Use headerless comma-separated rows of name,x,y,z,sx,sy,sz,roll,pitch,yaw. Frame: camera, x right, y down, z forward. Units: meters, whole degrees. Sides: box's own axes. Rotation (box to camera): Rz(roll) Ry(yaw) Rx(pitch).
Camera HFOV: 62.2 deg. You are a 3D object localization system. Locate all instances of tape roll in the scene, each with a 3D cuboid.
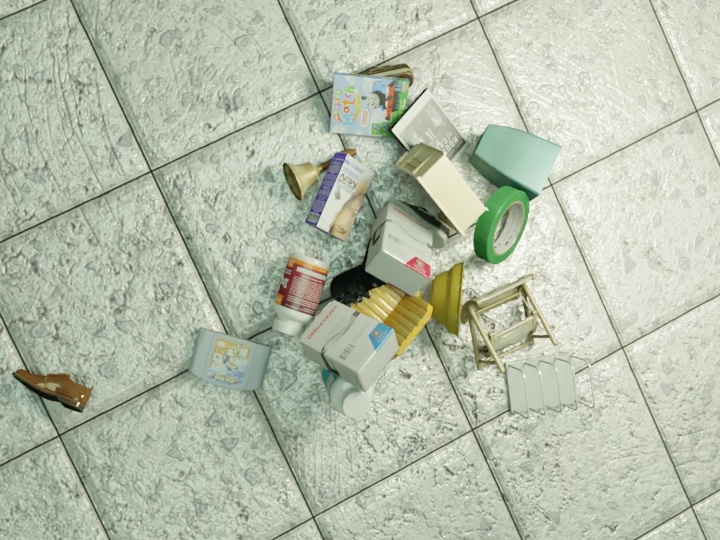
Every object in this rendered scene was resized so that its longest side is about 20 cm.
tape roll,0.372,-0.118,1.572,0.048,0.200,0.203,27,85,35

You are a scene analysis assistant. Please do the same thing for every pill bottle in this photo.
pill bottle,-0.159,0.064,1.546,0.111,0.113,0.204,18,87,-6
pill bottle,-0.032,0.288,1.507,0.108,0.200,0.113,-5,110,-13

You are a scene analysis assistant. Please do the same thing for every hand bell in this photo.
hand bell,-0.096,-0.274,1.580,0.198,0.104,0.106,-28,93,-18

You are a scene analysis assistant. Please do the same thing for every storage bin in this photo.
storage bin,0.200,-0.213,1.520,0.094,0.199,0.200,-43,114,3

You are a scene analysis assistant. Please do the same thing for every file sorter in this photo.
file sorter,0.511,0.313,1.616,0.195,0.125,0.142,-8,90,-6

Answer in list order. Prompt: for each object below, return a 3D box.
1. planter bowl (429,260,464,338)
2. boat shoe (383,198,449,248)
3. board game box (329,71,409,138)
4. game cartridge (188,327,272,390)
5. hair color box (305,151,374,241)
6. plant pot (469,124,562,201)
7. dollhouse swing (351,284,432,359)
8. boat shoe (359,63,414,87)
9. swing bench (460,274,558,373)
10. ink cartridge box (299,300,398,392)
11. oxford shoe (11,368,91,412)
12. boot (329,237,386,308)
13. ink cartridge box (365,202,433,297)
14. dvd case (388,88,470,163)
planter bowl,0.224,0.072,1.560,0.082,0.200,0.205,4,89,10
boat shoe,0.152,-0.136,1.610,0.198,0.071,0.064,34,50,-5
board game box,0.021,-0.433,1.571,0.195,0.037,0.154,4,121,-5
game cartridge,-0.343,0.239,1.566,0.196,0.042,0.136,15,84,-6
hair color box,-0.053,-0.192,1.561,0.108,0.064,0.203,25,88,-41
plant pot,0.403,-0.298,1.600,0.197,0.141,0.143,28,87,2
dollhouse swing,0.059,0.102,1.540,0.181,0.176,0.201,41,87,-5
boat shoe,0.042,-0.509,1.601,0.198,0.075,0.076,-8,53,2
swing bench,0.385,0.137,1.583,0.196,0.129,0.204,-20,90,-20
ink cartridge box,-0.028,0.179,1.451,0.198,0.085,0.145,23,58,35
oxford shoe,-0.778,0.289,1.511,0.197,0.072,0.072,25,59,-5
boot,0.000,0.000,1.569,0.161,0.200,0.073,-28,126,23
ink cartridge box,0.100,-0.056,1.499,0.144,0.202,0.084,29,129,-14
dvd case,0.188,-0.357,1.598,0.151,0.025,0.200,-48,114,-4
